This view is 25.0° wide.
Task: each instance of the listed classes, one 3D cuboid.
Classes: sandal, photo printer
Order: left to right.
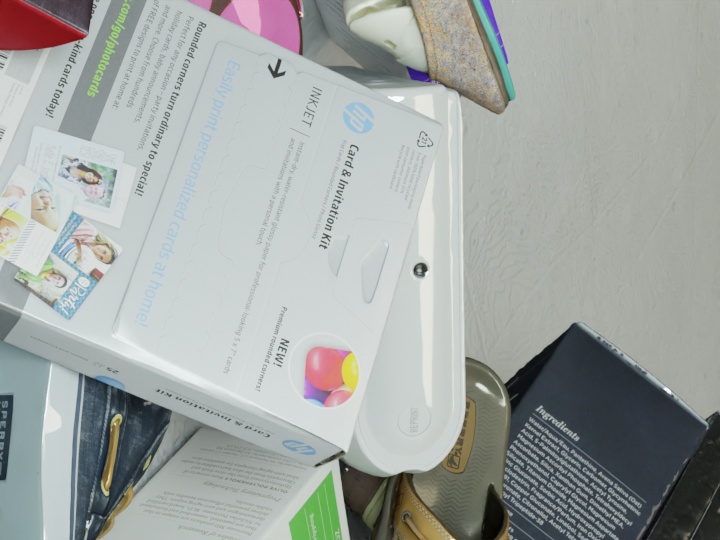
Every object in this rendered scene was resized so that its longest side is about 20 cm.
[{"bbox_3d":[0.000,0.000,0.832,0.166,0.069,0.200,-147,-126,-69],"label":"photo printer"},{"bbox_3d":[0.052,0.134,0.848,0.082,0.055,0.200,21,63,-16],"label":"sandal"}]

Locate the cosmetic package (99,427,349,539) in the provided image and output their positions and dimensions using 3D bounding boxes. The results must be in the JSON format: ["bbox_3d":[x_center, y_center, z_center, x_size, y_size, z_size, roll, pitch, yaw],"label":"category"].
[{"bbox_3d":[-0.084,0.173,0.761,0.200,0.085,0.108,-49,138,-51],"label":"cosmetic package"}]

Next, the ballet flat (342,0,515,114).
[{"bbox_3d":[0.016,-0.149,0.765,0.068,0.067,0.200,-110,177,-54],"label":"ballet flat"}]

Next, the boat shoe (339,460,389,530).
[{"bbox_3d":[0.025,0.100,0.977,0.073,0.065,0.200,-54,174,11],"label":"boat shoe"}]

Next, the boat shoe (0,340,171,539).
[{"bbox_3d":[-0.125,0.096,0.682,0.091,0.071,0.201,22,72,-57],"label":"boat shoe"}]

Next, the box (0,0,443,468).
[{"bbox_3d":[-0.078,-0.030,0.658,0.200,0.041,0.156,23,66,-14],"label":"box"}]

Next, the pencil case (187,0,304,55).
[{"bbox_3d":[-0.064,-0.067,0.754,0.094,0.091,0.200,-14,111,-40],"label":"pencil case"}]

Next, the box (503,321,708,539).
[{"bbox_3d":[0.095,0.152,0.972,0.200,0.104,0.148,-51,179,-28],"label":"box"}]

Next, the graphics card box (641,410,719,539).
[{"bbox_3d":[0.170,0.181,1.033,0.126,0.051,0.200,-51,178,-37],"label":"graphics card box"}]

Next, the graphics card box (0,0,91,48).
[{"bbox_3d":[-0.136,-0.193,0.572,0.125,0.051,0.200,24,70,-60],"label":"graphics card box"}]

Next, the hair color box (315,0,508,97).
[{"bbox_3d":[0.003,-0.189,0.839,0.065,0.109,0.200,-34,134,-9],"label":"hair color box"}]
